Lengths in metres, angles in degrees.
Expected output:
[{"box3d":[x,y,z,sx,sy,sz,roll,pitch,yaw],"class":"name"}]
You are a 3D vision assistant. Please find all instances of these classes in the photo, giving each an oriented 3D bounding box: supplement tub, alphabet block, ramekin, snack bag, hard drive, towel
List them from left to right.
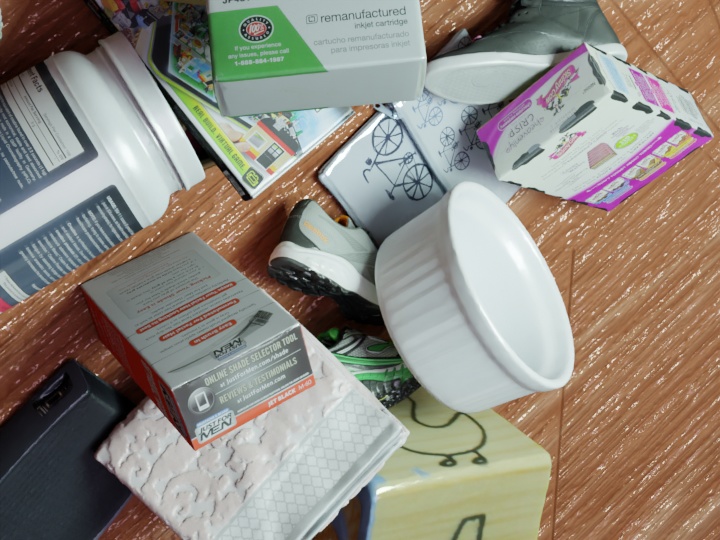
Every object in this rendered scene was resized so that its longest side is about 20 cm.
[{"box3d":[-0.228,-0.069,0.886,0.199,0.140,0.141,-31,125,-7],"class":"supplement tub"},{"box3d":[-0.266,0.188,1.052,0.200,0.042,0.135,-49,128,-5],"class":"hard drive"},{"box3d":[-0.091,0.142,1.024,0.200,0.191,0.032,-46,165,-11],"class":"towel"},{"box3d":[0.036,0.232,1.174,0.199,0.195,0.197,-5,115,-32],"class":"alphabet block"},{"box3d":[0.070,-0.096,1.159,0.200,0.021,0.189,-44,128,-9],"class":"snack bag"},{"box3d":[0.100,0.030,1.104,0.097,0.201,0.200,-29,133,26],"class":"ramekin"}]

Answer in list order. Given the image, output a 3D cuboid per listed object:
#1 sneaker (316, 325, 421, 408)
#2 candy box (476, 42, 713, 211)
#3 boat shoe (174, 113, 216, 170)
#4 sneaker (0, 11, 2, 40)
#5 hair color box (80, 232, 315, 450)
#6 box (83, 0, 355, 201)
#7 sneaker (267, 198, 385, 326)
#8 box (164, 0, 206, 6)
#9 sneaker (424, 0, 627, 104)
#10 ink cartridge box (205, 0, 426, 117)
[{"box3d":[0.009,0.081,1.129,0.199,0.085,0.078,-13,155,-46],"class":"sneaker"},{"box3d":[0.224,-0.129,1.157,0.136,0.061,0.199,-38,151,31],"class":"candy box"},{"box3d":[-0.088,-0.135,1.010,0.200,0.066,0.074,-36,126,-15],"class":"boat shoe"},{"box3d":[-0.340,-0.203,0.823,0.199,0.077,0.086,-2,102,-40],"class":"sneaker"},{"box3d":[-0.134,0.050,0.977,0.111,0.200,0.064,-27,123,-20],"class":"hair color box"},{"box3d":[-0.108,-0.166,0.949,0.110,0.035,0.200,-41,100,-12],"class":"box"},{"box3d":[0.000,0.000,1.126,0.200,0.074,0.080,33,62,-45],"class":"sneaker"},{"box3d":[-0.112,-0.276,0.915,0.199,0.021,0.165,-1,82,-33],"class":"box"},{"box3d":[0.137,-0.215,1.115,0.199,0.100,0.071,-11,161,-17],"class":"sneaker"},{"box3d":[-0.037,-0.219,0.849,0.146,0.083,0.201,-6,79,-1],"class":"ink cartridge box"}]
